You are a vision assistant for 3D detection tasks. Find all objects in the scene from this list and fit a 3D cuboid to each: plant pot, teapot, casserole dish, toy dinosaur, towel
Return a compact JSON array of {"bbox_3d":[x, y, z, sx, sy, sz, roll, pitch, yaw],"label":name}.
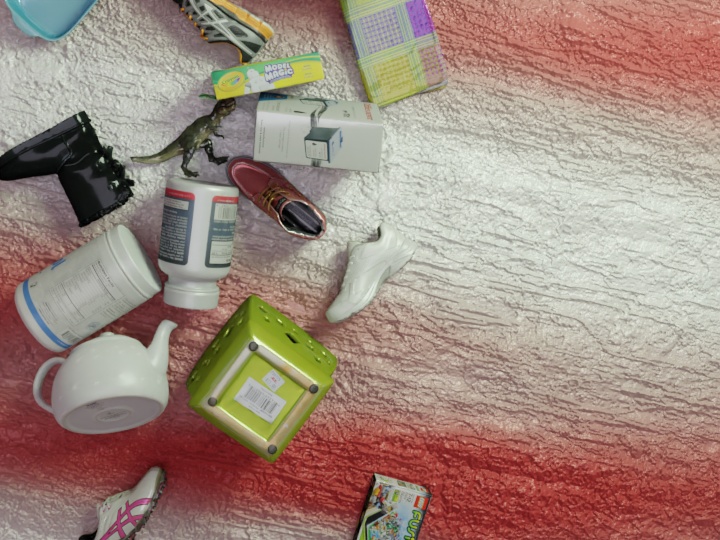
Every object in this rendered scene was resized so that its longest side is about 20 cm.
[{"bbox_3d":[-0.163,0.185,1.366,0.199,0.182,0.200,37,93,-10],"label":"plant pot"},{"bbox_3d":[-0.417,0.172,1.361,0.199,0.197,0.147,2,58,-32],"label":"teapot"},{"bbox_3d":[-0.473,-0.457,1.320,0.121,0.039,0.200,41,92,-9],"label":"casserole dish"},{"bbox_3d":[-0.274,-0.203,1.371,0.199,0.047,0.088,-33,85,1],"label":"toy dinosaur"},{"bbox_3d":[0.056,-0.379,1.375,0.143,0.023,0.201,-20,107,-1],"label":"towel"}]

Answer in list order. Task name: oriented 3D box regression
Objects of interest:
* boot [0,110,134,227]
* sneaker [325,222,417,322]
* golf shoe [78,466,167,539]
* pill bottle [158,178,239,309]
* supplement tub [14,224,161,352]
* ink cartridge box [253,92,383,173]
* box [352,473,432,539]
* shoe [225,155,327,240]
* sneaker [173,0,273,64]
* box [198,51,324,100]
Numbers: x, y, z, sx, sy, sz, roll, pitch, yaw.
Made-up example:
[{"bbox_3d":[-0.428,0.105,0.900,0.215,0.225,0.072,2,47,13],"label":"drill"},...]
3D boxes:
[{"bbox_3d":[-0.480,-0.148,1.349,0.197,0.073,0.163,-29,103,-1],"label":"boot"},{"bbox_3d":[0.000,0.000,1.416,0.099,0.078,0.200,43,83,-3],"label":"sneaker"},{"bbox_3d":[-0.410,0.418,1.430,0.092,0.073,0.201,33,94,-7],"label":"golf shoe"},{"bbox_3d":[-0.268,-0.044,1.356,0.118,0.120,0.202,8,97,-6],"label":"pill bottle"},{"bbox_3d":[-0.440,0.030,1.344,0.199,0.132,0.133,-32,99,-1],"label":"supplement tub"},{"bbox_3d":[-0.068,-0.222,1.328,0.198,0.147,0.087,3,113,-6],"label":"ink cartridge box"},{"bbox_3d":[0.047,0.478,1.499,0.109,0.035,0.202,16,96,-7],"label":"box"},{"bbox_3d":[-0.138,-0.121,1.370,0.200,0.091,0.072,36,93,-9],"label":"shoe"},{"bbox_3d":[-0.241,-0.407,1.331,0.199,0.078,0.078,29,104,-7],"label":"sneaker"},{"bbox_3d":[-0.162,-0.311,1.328,0.198,0.117,0.049,-14,105,-3],"label":"box"}]
